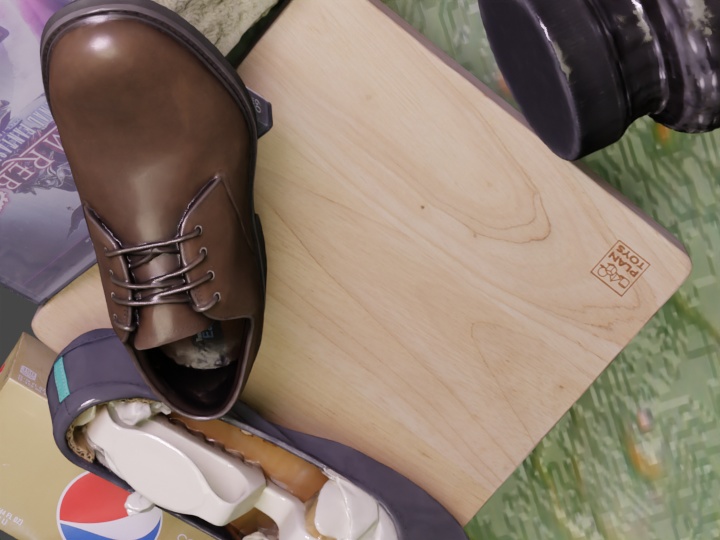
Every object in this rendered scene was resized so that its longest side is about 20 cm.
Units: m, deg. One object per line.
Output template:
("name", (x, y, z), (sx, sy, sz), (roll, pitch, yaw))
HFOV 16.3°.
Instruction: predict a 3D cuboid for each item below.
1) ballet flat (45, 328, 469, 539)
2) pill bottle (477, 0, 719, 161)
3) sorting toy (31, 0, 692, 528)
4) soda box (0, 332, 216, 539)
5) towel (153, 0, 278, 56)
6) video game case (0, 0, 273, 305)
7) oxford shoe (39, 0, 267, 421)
("ballet flat", (-0.043, 0.094, 1.030), (0.200, 0.073, 0.073), (31, 103, -10))
("pill bottle", (0.153, -0.123, 0.995), (0.200, 0.112, 0.112), (-26, 106, -10))
("sorting toy", (0.000, 0.000, 1.069), (0.200, 0.070, 0.199), (37, 106, -12))
("soda box", (-0.082, 0.111, 1.103), (0.200, 0.068, 0.064), (31, 103, -10))
("towel", (-0.042, -0.168, 0.946), (0.200, 0.036, 0.148), (-44, 136, -5))
("video game case", (-0.153, -0.067, 0.950), (0.200, 0.019, 0.143), (32, 128, -34))
("oxford shoe", (-0.070, -0.019, 0.938), (0.072, 0.085, 0.200), (-10, 137, 8))
